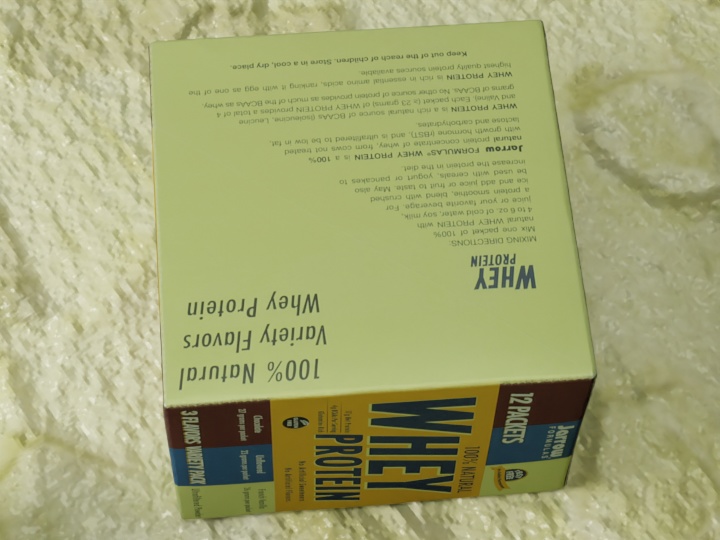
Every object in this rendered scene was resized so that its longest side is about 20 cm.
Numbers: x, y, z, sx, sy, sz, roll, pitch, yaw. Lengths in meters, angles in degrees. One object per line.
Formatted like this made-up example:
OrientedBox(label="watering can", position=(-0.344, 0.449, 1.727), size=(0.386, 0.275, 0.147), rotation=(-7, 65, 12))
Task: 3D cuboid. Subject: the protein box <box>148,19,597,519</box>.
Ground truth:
OrientedBox(label="protein box", position=(0.000, 0.000, 0.980), size=(0.198, 0.135, 0.200), rotation=(-4, 61, -3))
